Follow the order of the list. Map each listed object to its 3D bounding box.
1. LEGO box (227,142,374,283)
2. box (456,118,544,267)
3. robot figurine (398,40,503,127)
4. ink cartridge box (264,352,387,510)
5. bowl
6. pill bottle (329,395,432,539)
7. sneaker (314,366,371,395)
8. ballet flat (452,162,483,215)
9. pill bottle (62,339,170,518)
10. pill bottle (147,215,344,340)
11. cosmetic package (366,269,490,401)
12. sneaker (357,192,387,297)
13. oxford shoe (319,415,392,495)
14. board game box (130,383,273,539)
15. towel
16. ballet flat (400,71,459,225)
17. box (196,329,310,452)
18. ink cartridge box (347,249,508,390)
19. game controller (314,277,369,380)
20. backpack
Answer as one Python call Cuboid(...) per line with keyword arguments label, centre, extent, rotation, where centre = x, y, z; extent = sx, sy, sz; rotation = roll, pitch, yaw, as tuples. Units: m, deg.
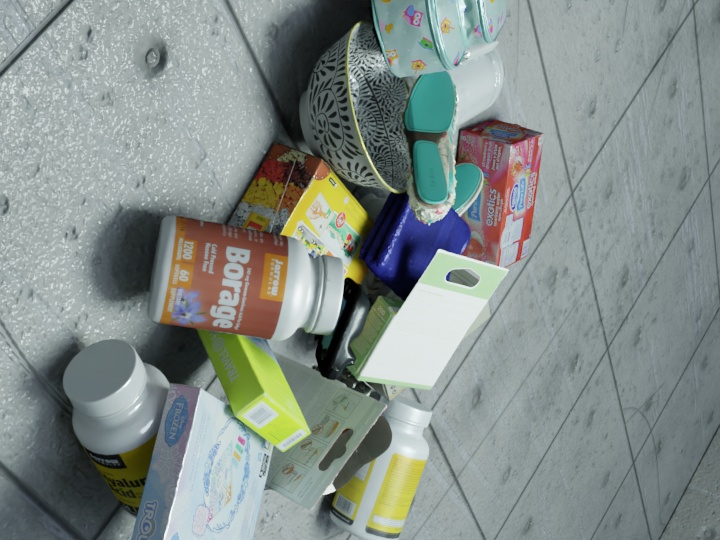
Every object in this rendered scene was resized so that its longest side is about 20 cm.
Cuboid(label="LEGO box", centre=(-0.068, -0.033, 1.381), extent=(0.150, 0.076, 0.200), rotation=(-60, 146, -12))
Cuboid(label="box", centre=(0.202, -0.114, 1.709), extent=(0.099, 0.094, 0.204), rotation=(-24, 126, -47))
Cuboid(label="robot figurine", centre=(0.114, -0.247, 1.493), extent=(0.199, 0.114, 0.169), rotation=(-34, 174, -43))
Cuboid(label="ink cartridge box", centre=(-0.078, 0.200, 1.382), extent=(0.162, 0.198, 0.050), rotation=(-51, 140, -23))
Cuboid(label="bowl", centre=(-0.012, -0.180, 1.339), extent=(0.201, 0.093, 0.204), rotation=(44, 40, -53))
Cuboid(label="pill bottle", centre=(0.036, 0.288, 1.673), extent=(0.111, 0.111, 0.203), rotation=(17, 94, -56))
Cuboid(label="sneaker", centre=(-0.062, 0.195, 1.532), extent=(0.199, 0.078, 0.090), rotation=(-27, 146, -47))
Cuboid(label="ballet flat", centre=(0.104, -0.072, 1.632), extent=(0.201, 0.069, 0.070), rotation=(-50, 142, -20))
Cuboid(label="pill bottle", centre=(-0.241, 0.169, 1.213), extent=(0.112, 0.110, 0.202), rotation=(-48, 141, -28))
Cuboid(label="pill bottle", centre=(-0.122, 0.012, 1.211), extent=(0.196, 0.112, 0.114), rotation=(9, 104, -13))
Cuboid(label="cosmetic package", centre=(0.076, 0.076, 1.589), extent=(0.199, 0.103, 0.074), rotation=(-36, 137, -20))
Cuboid(label="sneaker", centre=(0.000, 0.000, 1.496), extent=(0.076, 0.080, 0.203), rotation=(29, 84, -58))
Cuboid(label="oxford shoe", centre=(-0.046, 0.245, 1.458), extent=(0.198, 0.071, 0.072), rotation=(-17, 85, -45))
Cuboid(label="board game box", centre=(-0.166, 0.246, 1.209), extent=(0.199, 0.043, 0.203), rotation=(50, 49, -62))
Cuboid(label="towel", centre=(0.071, -0.033, 1.469), extent=(0.150, 0.049, 0.200), rotation=(-66, 149, -13))
Cuboid(label="ballet flat", centre=(0.079, -0.145, 1.358), extent=(0.064, 0.074, 0.203), rotation=(102, -5, -64))
Cuboid(label="box", centre=(-0.133, 0.096, 1.290), extent=(0.047, 0.201, 0.122), rotation=(-33, 144, 5))
Cuboid(label="ink cartridge box", centre=(0.082, 0.057, 1.450), extent=(0.144, 0.048, 0.202), rotation=(13, 114, -44))
Cuboid(label="game controller", centre=(-0.024, 0.063, 1.305), extent=(0.200, 0.041, 0.106), rotation=(-145, -112, -84))
Cuboid(label="backpack", centre=(0.089, -0.327, 1.338), extent=(0.201, 0.151, 0.178), rotation=(-56, 142, -46))
